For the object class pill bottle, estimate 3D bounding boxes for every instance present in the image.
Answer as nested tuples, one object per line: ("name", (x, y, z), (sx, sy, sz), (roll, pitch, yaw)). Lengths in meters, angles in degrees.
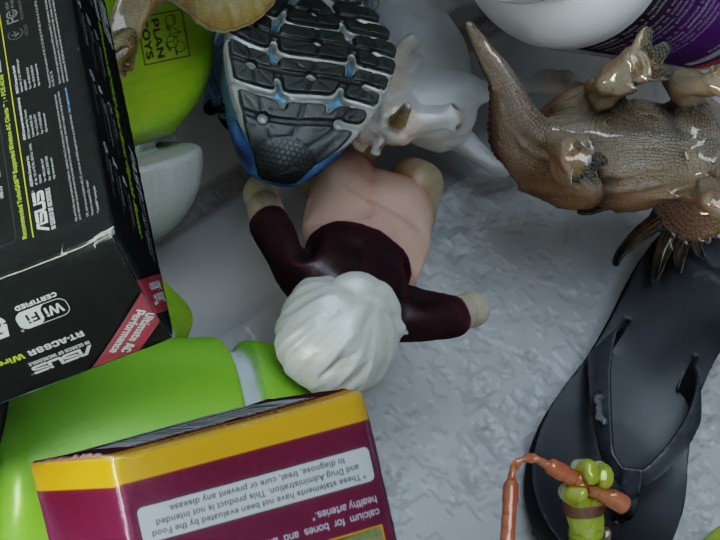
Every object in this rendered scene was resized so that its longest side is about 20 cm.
("pill bottle", (0.120, -0.155, 1.184), (0.200, 0.112, 0.113), (1, 56, -57))

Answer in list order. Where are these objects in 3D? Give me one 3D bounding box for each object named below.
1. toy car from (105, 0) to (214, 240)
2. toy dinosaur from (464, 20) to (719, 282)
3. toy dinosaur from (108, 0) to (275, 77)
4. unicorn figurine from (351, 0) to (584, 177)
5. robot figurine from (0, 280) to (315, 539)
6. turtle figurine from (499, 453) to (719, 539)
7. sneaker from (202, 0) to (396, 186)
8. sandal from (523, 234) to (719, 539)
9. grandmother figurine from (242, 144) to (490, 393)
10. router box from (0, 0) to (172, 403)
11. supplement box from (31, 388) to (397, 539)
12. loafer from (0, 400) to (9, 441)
("toy car", (-0.169, -0.092, 1.126), (0.199, 0.150, 0.176), (-14, 101, -18))
("toy dinosaur", (0.119, -0.051, 1.168), (0.199, 0.135, 0.086), (15, 79, -20))
("toy dinosaur", (-0.050, -0.153, 1.075), (0.199, 0.101, 0.058), (-30, 32, -18))
("unicorn figurine", (0.041, -0.098, 1.217), (0.137, 0.074, 0.200), (5, 35, -25))
("robot figurine", (-0.094, 0.087, 1.067), (0.199, 0.116, 0.176), (0, 64, -16))
("turtle figurine", (0.120, 0.168, 1.111), (0.161, 0.064, 0.201), (-10, 95, -29))
("sneaker", (-0.034, -0.091, 1.166), (0.078, 0.090, 0.200), (14, 32, -10))
("sandal", (0.131, 0.057, 1.189), (0.076, 0.043, 0.201), (24, 59, -3))
("grandmother figurine", (0.000, 0.000, 1.119), (0.121, 0.061, 0.200), (17, 23, 1))
("router box", (-0.161, -0.035, 0.948), (0.149, 0.062, 0.201), (-20, 46, 5))
("supplement box", (-0.041, 0.156, 0.964), (0.110, 0.086, 0.201), (-13, 91, -28))
("loafer", (-0.208, 0.050, 0.997), (0.070, 0.200, 0.068), (14, 81, -40))
